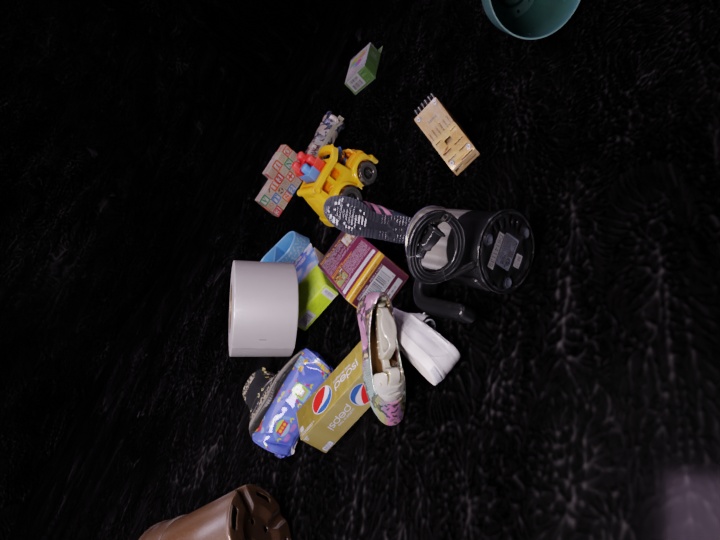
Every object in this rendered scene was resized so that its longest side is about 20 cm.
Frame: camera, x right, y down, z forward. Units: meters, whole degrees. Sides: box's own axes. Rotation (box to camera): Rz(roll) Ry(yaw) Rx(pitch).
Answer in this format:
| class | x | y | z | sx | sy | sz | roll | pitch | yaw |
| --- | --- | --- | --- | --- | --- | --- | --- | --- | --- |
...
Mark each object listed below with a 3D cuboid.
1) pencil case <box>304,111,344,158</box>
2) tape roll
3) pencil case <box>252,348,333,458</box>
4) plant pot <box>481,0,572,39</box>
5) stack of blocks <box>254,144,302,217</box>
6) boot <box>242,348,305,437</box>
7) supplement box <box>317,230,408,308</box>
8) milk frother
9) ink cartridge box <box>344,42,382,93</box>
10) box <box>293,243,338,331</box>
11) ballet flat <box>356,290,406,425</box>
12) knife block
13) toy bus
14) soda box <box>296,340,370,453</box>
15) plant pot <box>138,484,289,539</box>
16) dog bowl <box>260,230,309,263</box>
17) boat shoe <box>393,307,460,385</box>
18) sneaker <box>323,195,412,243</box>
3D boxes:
| class | x | y | z | sx | sy | sz | roll | pitch | yaw |
| --- | --- | --- | --- | --- | --- | --- | --- | --- | --- |
| pencil case | -0.122 | -0.404 | 1.676 | 0.205 | 0.076 | 0.089 | -64 | 11 | -18 |
| tape roll | -0.218 | 0.084 | 1.156 | 0.202 | 0.134 | 0.212 | -177 | 90 | -74 |
| pencil case | -0.121 | 0.252 | 0.988 | 0.204 | 0.085 | 0.078 | -60 | -11 | -11 |
| plant pot | 0.337 | -0.589 | 1.084 | 0.200 | 0.200 | 0.162 | -44 | 18 | 15 |
| stack of blocks | -0.268 | -0.297 | 1.744 | 0.204 | 0.114 | 0.058 | -58 | 30 | -6 |
| boot | -0.176 | 0.229 | 1.099 | 0.206 | 0.073 | 0.153 | -55 | 27 | 0 |
| supplement box | 0.000 | 0.000 | 1.063 | 0.112 | 0.085 | 0.200 | -52 | 29 | 3 |
| milk frother | 0.124 | -0.041 | 0.799 | 0.183 | 0.200 | 0.186 | -52 | 28 | -14 |
| ink cartridge box | 0.012 | -0.715 | 1.822 | 0.102 | 0.059 | 0.205 | -27 | 39 | 39 |
| box | -0.124 | 0.035 | 1.249 | 0.122 | 0.047 | 0.202 | -47 | 31 | 13 |
| ballet flat | 0.037 | 0.132 | 0.804 | 0.071 | 0.067 | 0.208 | 148 | 115 | -64 |
| knife block | 0.189 | -0.295 | 1.135 | 0.064 | 0.174 | 0.203 | -39 | 76 | 21 |
| toy bus | -0.075 | -0.245 | 1.327 | 0.134 | 0.191 | 0.204 | 4 | 60 | 58 |
| soda box | -0.023 | 0.210 | 0.900 | 0.201 | 0.063 | 0.068 | -48 | 30 | 11 |
| plant pot | -0.223 | 0.456 | 0.826 | 0.195 | 0.201 | 0.203 | -34 | 33 | 16 |
| dog bowl | -0.222 | -0.030 | 1.463 | 0.198 | 0.049 | 0.113 | -40 | 32 | 24 |
| boat shoe | 0.092 | 0.103 | 0.844 | 0.068 | 0.073 | 0.200 | -35 | 23 | -7 |
| sneaker | 0.013 | -0.102 | 1.055 | 0.082 | 0.193 | 0.073 | -132 | 61 | -72 |
